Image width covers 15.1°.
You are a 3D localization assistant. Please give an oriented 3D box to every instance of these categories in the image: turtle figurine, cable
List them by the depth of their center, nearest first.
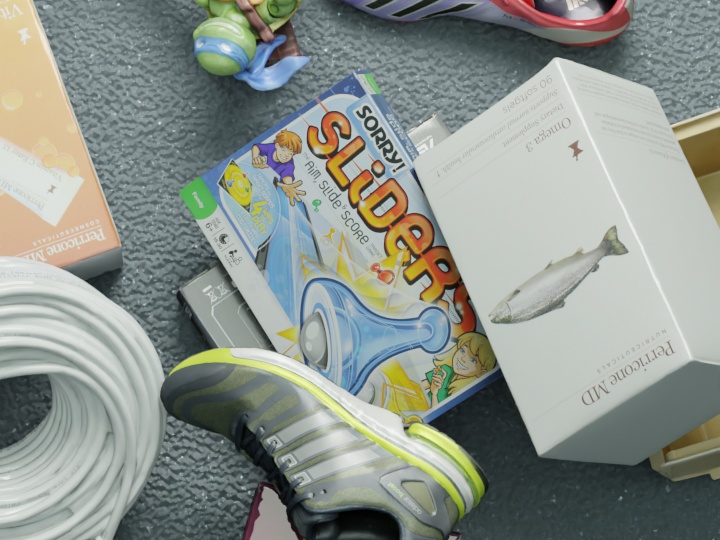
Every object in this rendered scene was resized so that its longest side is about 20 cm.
[{"bbox_3d":[-0.212,0.087,1.603,0.200,0.069,0.200,24,106,-30],"label":"cable"},{"bbox_3d":[-0.075,-0.231,1.646,0.200,0.144,0.194,36,58,-20],"label":"turtle figurine"}]

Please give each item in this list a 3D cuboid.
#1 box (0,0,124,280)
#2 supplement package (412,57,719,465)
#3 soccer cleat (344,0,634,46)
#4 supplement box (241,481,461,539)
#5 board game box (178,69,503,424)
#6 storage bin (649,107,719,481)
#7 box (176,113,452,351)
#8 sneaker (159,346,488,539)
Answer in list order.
[{"bbox_3d":[-0.235,-0.079,1.659,0.124,0.097,0.200,-21,85,-7],"label":"box"},{"bbox_3d":[0.137,-0.002,1.571,0.117,0.117,0.200,-35,65,27],"label":"supplement package"},{"bbox_3d":[0.075,-0.184,1.707,0.199,0.076,0.067,12,82,-3],"label":"soccer cleat"},{"bbox_3d":[-0.025,0.240,1.629,0.131,0.103,0.201,14,81,-1],"label":"supplement box"},{"bbox_3d":[0.000,0.000,1.624,0.135,0.034,0.200,-34,86,16],"label":"board game box"},{"bbox_3d":[0.246,0.006,1.646,0.198,0.094,0.201,-18,73,15],"label":"storage bin"},{"bbox_3d":[0.011,0.022,1.688,0.200,0.048,0.159,-35,87,-7],"label":"box"},{"bbox_3d":[-0.030,0.109,1.569,0.200,0.074,0.081,22,58,15],"label":"sneaker"}]
